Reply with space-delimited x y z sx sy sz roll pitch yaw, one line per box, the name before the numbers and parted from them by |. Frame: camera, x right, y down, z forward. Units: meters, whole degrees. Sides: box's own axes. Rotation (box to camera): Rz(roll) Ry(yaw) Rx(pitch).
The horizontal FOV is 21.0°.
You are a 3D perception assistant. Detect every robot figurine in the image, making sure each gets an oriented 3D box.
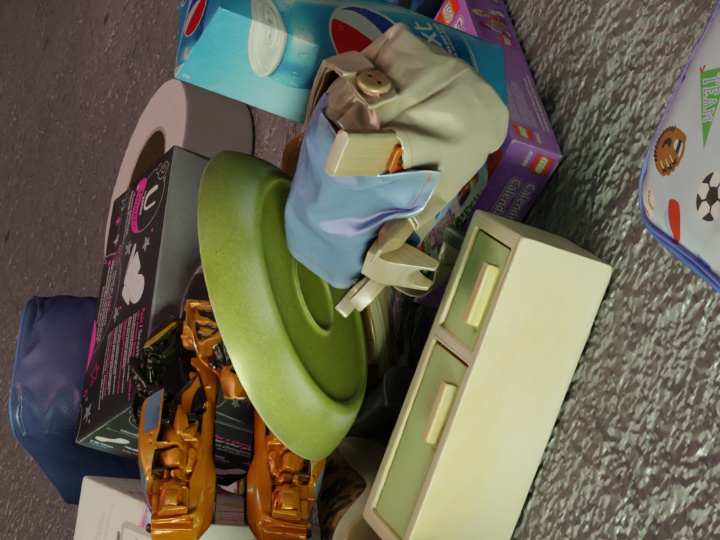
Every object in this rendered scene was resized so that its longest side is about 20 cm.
robot figurine | -0.080 0.092 1.251 0.058 0.144 0.201 97 174 -46

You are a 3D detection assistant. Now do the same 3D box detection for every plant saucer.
plant saucer | -0.040 0.017 1.204 0.031 0.200 0.201 -17 48 18

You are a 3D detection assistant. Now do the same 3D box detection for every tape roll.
tape roll | -0.172 -0.074 1.820 0.203 0.071 0.203 -48 32 45

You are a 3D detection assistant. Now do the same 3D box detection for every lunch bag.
lunch bag | -0.194 0.110 1.611 0.200 0.132 0.136 67 -158 -58
lunch bag | 0.216 -0.079 0.898 0.201 0.075 0.160 -68 25 16

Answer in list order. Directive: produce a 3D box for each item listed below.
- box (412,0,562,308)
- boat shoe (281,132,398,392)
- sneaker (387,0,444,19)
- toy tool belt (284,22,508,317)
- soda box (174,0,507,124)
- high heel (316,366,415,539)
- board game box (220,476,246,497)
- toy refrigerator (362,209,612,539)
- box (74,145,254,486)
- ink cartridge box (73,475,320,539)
box | 0.066 -0.085 1.300 0.137 0.039 0.200 -60 25 31
boat shoe | 0.000 0.000 1.326 0.072 0.065 0.201 -4 100 48
sneaker | 0.013 -0.182 1.449 0.200 0.078 0.066 -60 27 33
toy tool belt | 0.002 -0.039 1.147 0.123 0.125 0.200 -45 -19 -38
soda box | -0.011 -0.128 1.195 0.068 0.199 0.064 -49 32 43
high heel | -0.006 0.175 1.258 0.143 0.071 0.201 132 151 -57
board game box | -0.058 0.075 1.478 0.201 0.041 0.200 -66 23 17
toy refrigerator | 0.070 0.073 1.139 0.201 0.070 0.076 -69 22 8
box | -0.112 0.035 1.406 0.115 0.132 0.201 -33 45 53
ink cartridge box | -0.099 0.195 1.333 0.200 0.116 0.068 12 93 52
